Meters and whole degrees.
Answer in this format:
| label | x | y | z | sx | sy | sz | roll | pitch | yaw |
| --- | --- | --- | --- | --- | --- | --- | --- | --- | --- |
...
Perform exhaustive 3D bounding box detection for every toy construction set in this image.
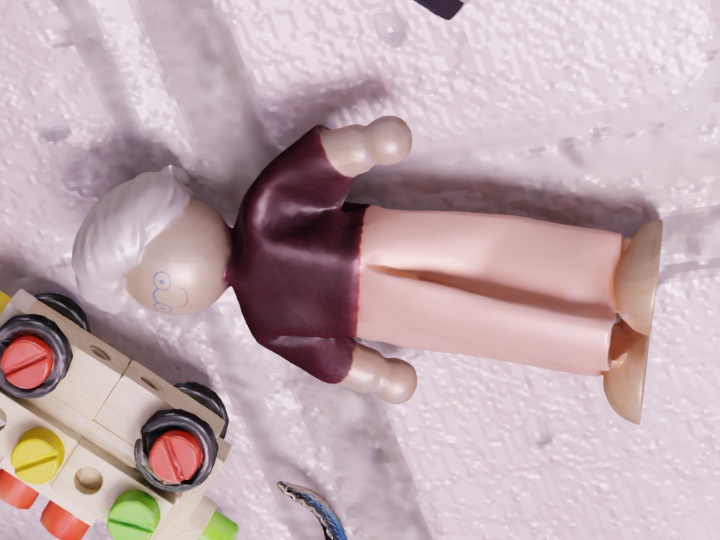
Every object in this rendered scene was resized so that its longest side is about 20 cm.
| label | x | y | z | sx | sy | sz | roll | pitch | yaw |
| --- | --- | --- | --- | --- | --- | --- | --- | --- | --- |
| toy construction set | -0.121 | 0.080 | 0.848 | 0.199 | 0.092 | 0.131 | 29 | 105 | -18 |

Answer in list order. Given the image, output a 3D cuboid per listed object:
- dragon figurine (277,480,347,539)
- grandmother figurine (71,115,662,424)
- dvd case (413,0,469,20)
| label | x | y | z | sx | sy | sz | roll | pitch | yaw |
| --- | --- | --- | --- | --- | --- | --- | --- | --- | --- |
| dragon figurine | -0.022 | 0.182 | 0.896 | 0.058 | 0.100 | 0.201 | 12 | 129 | 4 |
| grandmother figurine | 0.000 | 0.000 | 0.777 | 0.199 | 0.061 | 0.122 | 6 | 120 | 7 |
| dvd case | 0.019 | -0.167 | 0.593 | 0.148 | 0.016 | 0.200 | 31 | 132 | -14 |
